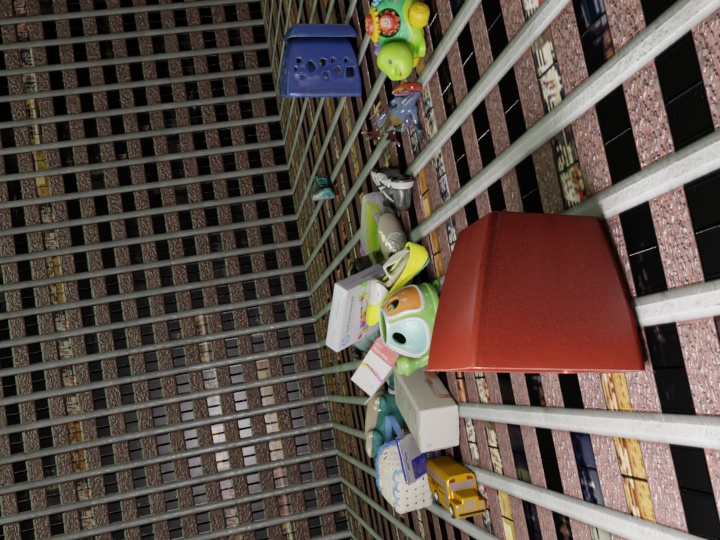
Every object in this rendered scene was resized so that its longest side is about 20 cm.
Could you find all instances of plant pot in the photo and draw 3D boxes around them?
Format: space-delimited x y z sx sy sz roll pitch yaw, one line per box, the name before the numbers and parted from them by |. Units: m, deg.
plant pot | -0.107 -0.540 2.013 0.200 0.198 0.182 -134 42 -73
plant pot | 0.196 0.031 0.925 0.200 0.198 0.178 140 131 -77

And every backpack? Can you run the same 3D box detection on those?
backpack | 0.023 0.118 1.913 0.200 0.125 0.169 47 -135 -62

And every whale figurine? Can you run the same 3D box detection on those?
whale figurine | 0.064 0.397 2.014 0.200 0.103 0.161 -67 -19 -65

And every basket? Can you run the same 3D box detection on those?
basket | 0.100 0.470 1.874 0.200 0.138 0.178 -131 34 -55

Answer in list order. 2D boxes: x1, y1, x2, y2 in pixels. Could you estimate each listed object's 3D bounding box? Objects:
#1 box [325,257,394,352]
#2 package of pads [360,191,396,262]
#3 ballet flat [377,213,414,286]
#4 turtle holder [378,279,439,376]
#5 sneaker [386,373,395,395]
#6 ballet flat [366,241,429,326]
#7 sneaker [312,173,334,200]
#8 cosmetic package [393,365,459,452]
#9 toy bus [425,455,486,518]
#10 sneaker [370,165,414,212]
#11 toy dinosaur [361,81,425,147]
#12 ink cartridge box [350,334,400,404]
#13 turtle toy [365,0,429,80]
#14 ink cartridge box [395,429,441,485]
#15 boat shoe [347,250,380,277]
box | 0.013 0.070 1.685 0.041 0.199 0.157 31 125 32
package of pads | 0.049 -0.073 1.899 0.201 0.067 0.155 93 163 -45
ballet flat | 0.087 -0.030 1.757 0.069 0.069 0.202 -151 48 -76
turtle holder | 0.106 0.113 1.581 0.186 0.130 0.142 99 158 -58
sneaker | 0.099 0.253 1.896 0.200 0.077 0.081 -138 49 -73
ballet flat | 0.061 0.022 1.617 0.067 0.200 0.067 35 -172 -32
sneaker | -0.134 -0.287 2.673 0.200 0.077 0.092 -162 67 -76
cosmetic package | 0.138 0.286 1.669 0.200 0.086 0.104 -120 24 -64
toy bus | 0.191 0.439 1.580 0.200 0.064 0.079 174 89 -80
sneaker | 0.068 -0.177 1.717 0.200 0.066 0.092 -132 37 -67
toy dinosaur | 0.070 -0.327 1.551 0.182 0.104 0.201 123 153 -44
ink cartridge box | 0.050 0.209 1.806 0.067 0.116 0.201 38 131 10
turtle toy | 0.065 -0.437 1.428 0.146 0.100 0.202 102 157 -62
ink cartridge box | 0.121 0.395 1.687 0.200 0.037 0.096 -2 -102 -65
boat shoe | 0.000 0.000 1.869 0.200 0.064 0.074 120 134 -72
